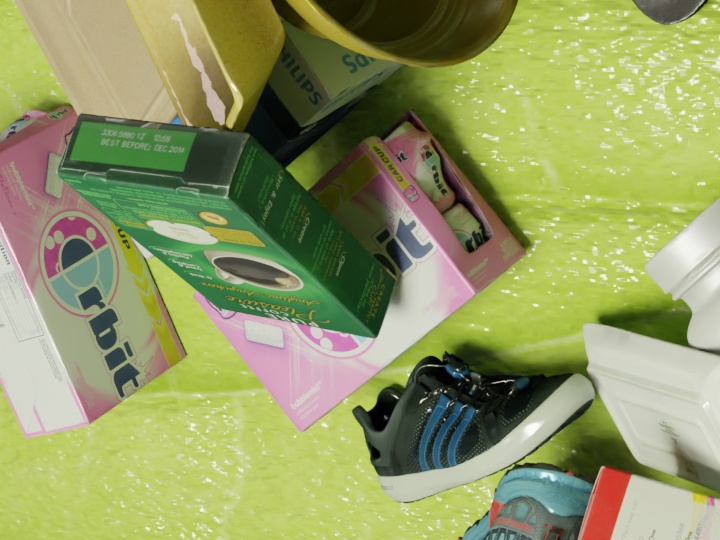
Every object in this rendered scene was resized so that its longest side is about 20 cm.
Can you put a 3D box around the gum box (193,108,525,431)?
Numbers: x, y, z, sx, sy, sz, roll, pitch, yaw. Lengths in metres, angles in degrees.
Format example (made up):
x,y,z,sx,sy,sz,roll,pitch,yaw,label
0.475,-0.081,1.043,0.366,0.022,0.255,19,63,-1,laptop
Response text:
x,y,z,sx,sy,sz,roll,pitch,yaw,label
0.000,0.000,1.570,0.114,0.066,0.200,52,131,2,gum box

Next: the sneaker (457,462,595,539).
x,y,z,sx,sy,sz,roll,pitch,yaw,label
0.093,0.199,1.561,0.079,0.096,0.200,15,148,4,sneaker

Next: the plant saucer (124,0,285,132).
x,y,z,sx,sy,sz,roll,pitch,yaw,label
-0.099,-0.169,1.409,0.201,0.048,0.200,64,169,4,plant saucer

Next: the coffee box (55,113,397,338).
x,y,z,sx,sy,sz,roll,pitch,yaw,label
-0.074,-0.025,1.448,0.123,0.044,0.200,8,160,31,coffee box

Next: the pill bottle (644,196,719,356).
x,y,z,sx,sy,sz,roll,pitch,yaw,label
0.254,0.046,1.396,0.200,0.109,0.109,49,130,5,pill bottle

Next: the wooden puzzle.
x,y,z,sx,sy,sz,roll,pitch,yaw,label
-0.145,-0.189,1.584,0.185,0.037,0.200,60,138,14,wooden puzzle

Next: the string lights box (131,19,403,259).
x,y,z,sx,sy,sz,roll,pitch,yaw,label
-0.063,-0.092,1.556,0.200,0.103,0.059,-39,86,40,string lights box

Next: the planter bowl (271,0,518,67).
x,y,z,sx,sy,sz,roll,pitch,yaw,label
-0.010,-0.193,1.410,0.083,0.200,0.201,-27,96,46,planter bowl

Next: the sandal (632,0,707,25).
x,y,z,sx,sy,sz,roll,pitch,yaw,label
0.173,-0.226,1.361,0.075,0.045,0.201,26,125,23,sandal

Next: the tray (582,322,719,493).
x,y,z,sx,sy,sz,roll,pitch,yaw,label
0.184,0.088,1.444,0.108,0.022,0.200,60,167,-14,tray

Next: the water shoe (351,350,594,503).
x,y,z,sx,sy,sz,roll,pitch,yaw,label
0.061,0.089,1.564,0.200,0.071,0.079,-29,92,49,water shoe

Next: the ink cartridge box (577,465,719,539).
x,y,z,sx,sy,sz,roll,pitch,yaw,label
0.200,0.164,1.411,0.199,0.116,0.068,14,83,34,ink cartridge box

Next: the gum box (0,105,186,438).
x,y,z,sx,sy,sz,roll,pitch,yaw,label
-0.210,-0.003,1.697,0.066,0.113,0.201,-14,104,38,gum box
